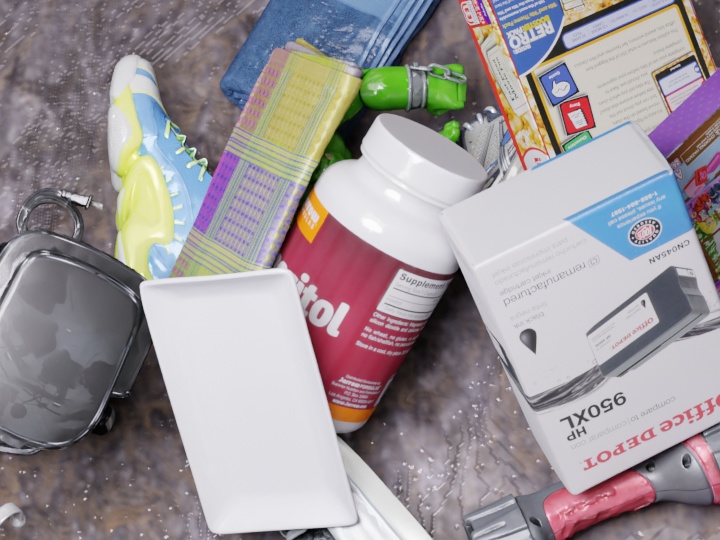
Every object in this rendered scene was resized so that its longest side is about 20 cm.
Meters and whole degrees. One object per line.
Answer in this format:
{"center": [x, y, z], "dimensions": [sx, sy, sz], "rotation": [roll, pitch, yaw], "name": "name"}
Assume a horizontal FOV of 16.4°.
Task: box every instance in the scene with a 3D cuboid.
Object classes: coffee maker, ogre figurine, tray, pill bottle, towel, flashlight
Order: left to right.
{"center": [-0.221, 0.028, 1.701], "dimensions": [0.134, 0.200, 0.193], "rotation": [3, 84, -19], "name": "coffee maker"}
{"center": [-0.071, 0.085, 1.646], "dimensions": [0.107, 0.201, 0.022], "rotation": [-5, 29, 17], "name": "tray"}
{"center": [-0.064, -0.062, 1.706], "dimensions": [0.023, 0.144, 0.200], "rotation": [24, 91, -26], "name": "towel"}
{"center": [-0.013, -0.191, 1.865], "dimensions": [0.111, 0.049, 0.200], "rotation": [27, 74, 18], "name": "towel"}
{"center": [-0.006, -0.060, 1.775], "dimensions": [0.120, 0.098, 0.201], "rotation": [17, 109, -7], "name": "ogre figurine"}
{"center": [0.000, 0.000, 1.684], "dimensions": [0.113, 0.113, 0.200], "rotation": [36, 108, 20], "name": "pill bottle"}
{"center": [0.172, 0.155, 1.687], "dimensions": [0.199, 0.068, 0.068], "rotation": [-23, 70, -3], "name": "flashlight"}

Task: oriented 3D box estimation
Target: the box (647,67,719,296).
{"center": [0.254, -0.055, 1.727], "dimensions": [0.200, 0.137, 0.039], "rotation": [-43, 32, -10], "name": "box"}

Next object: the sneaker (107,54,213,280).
{"center": [-0.130, -0.060, 1.820], "dimensions": [0.105, 0.076, 0.201], "rotation": [-3, 79, -4], "name": "sneaker"}

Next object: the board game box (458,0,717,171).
{"center": [0.173, -0.129, 1.741], "dimensions": [0.151, 0.046, 0.201], "rotation": [-24, 98, -20], "name": "board game box"}

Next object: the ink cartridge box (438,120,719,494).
{"center": [0.158, 0.026, 1.641], "dimensions": [0.144, 0.200, 0.084], "rotation": [-26, 32, -1], "name": "ink cartridge box"}

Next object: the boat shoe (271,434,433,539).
{"center": [-0.024, 0.160, 1.710], "dimensions": [0.071, 0.070, 0.201], "rotation": [-41, 71, -13], "name": "boat shoe"}

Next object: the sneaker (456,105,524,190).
{"center": [0.109, -0.096, 1.796], "dimensions": [0.085, 0.077, 0.200], "rotation": [18, 70, 21], "name": "sneaker"}

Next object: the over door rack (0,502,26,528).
{"center": [-0.343, 0.199, 1.749], "dimensions": [0.148, 0.067, 0.200], "rotation": [41, 92, 20], "name": "over door rack"}
